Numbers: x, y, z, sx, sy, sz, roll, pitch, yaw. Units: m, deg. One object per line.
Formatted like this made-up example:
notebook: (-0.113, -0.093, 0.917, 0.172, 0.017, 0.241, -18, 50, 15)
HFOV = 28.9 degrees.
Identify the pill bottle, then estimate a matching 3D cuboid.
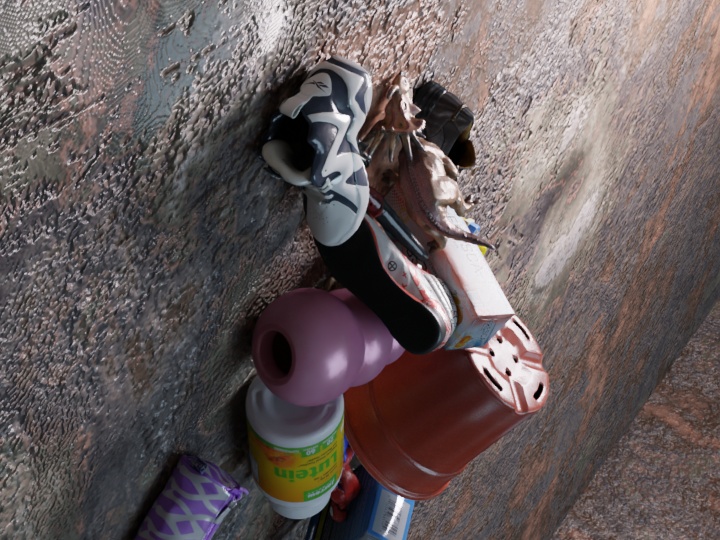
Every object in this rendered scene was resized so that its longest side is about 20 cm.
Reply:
pill bottle: (-0.074, 0.203, 1.616, 0.111, 0.110, 0.201, -47, 155, -31)

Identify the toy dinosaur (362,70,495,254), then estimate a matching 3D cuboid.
toy dinosaur: (0.064, -0.098, 1.497, 0.085, 0.201, 0.136, -30, 156, 6)

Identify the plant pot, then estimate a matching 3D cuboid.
plant pot: (0.107, 0.143, 1.674, 0.195, 0.202, 0.200, -37, 175, 35)

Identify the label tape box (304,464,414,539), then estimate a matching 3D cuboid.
label tape box: (-0.006, 0.340, 1.845, 0.200, 0.066, 0.144, -48, -161, 43)

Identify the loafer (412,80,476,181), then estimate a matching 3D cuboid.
loafer: (0.099, -0.134, 1.629, 0.073, 0.072, 0.200, -54, 159, -19)

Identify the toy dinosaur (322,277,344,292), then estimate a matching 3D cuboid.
toy dinosaur: (0.000, 0.000, 1.628, 0.200, 0.058, 0.101, -43, 169, -20)

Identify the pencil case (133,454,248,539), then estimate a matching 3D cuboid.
pencil case: (-0.197, 0.295, 1.493, 0.201, 0.085, 0.084, -60, 157, 2)

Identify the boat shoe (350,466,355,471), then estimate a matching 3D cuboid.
boat shoe: (0.011, 0.308, 2.014, 0.073, 0.060, 0.202, -61, 159, 1)

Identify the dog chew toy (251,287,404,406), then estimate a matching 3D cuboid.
dog chew toy: (-0.023, 0.076, 1.520, 0.199, 0.124, 0.126, -9, 127, -47)

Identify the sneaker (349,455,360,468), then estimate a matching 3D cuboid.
sneaker: (0.036, 0.172, 1.872, 0.118, 0.074, 0.201, -36, 159, -34)

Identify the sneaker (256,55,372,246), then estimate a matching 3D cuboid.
sneaker: (-0.052, -0.093, 1.334, 0.129, 0.079, 0.201, -36, 148, -44)

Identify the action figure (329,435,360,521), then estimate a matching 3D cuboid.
action figure: (-0.043, 0.221, 1.794, 0.065, 0.098, 0.202, -15, 110, -57)

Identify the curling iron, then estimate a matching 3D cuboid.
curling iron: (0.020, -0.071, 1.473, 0.200, 0.049, 0.026, 54, 53, -39)

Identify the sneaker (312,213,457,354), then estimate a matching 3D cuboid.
sneaker: (0.027, 0.002, 1.502, 0.067, 0.202, 0.108, -41, 172, 16)

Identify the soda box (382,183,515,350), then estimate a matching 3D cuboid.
soda box: (0.093, -0.010, 1.581, 0.063, 0.201, 0.068, -1, 144, -41)

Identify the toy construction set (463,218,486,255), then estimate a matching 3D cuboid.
toy construction set: (0.107, 0.041, 1.802, 0.131, 0.091, 0.202, -42, 141, -41)
